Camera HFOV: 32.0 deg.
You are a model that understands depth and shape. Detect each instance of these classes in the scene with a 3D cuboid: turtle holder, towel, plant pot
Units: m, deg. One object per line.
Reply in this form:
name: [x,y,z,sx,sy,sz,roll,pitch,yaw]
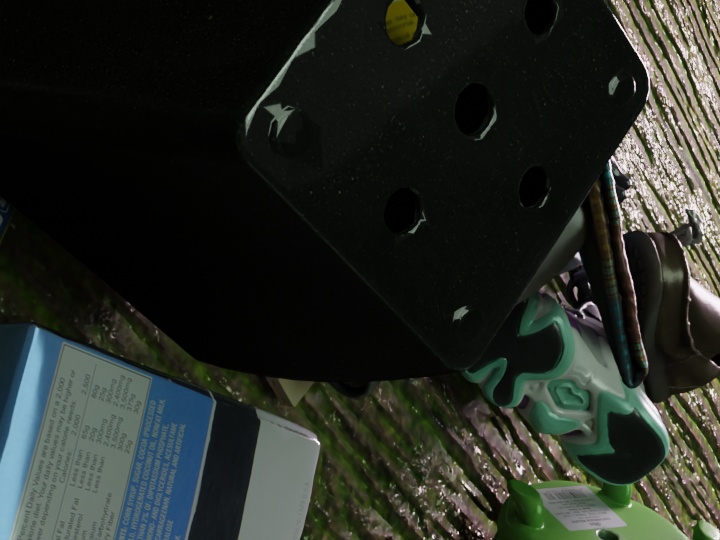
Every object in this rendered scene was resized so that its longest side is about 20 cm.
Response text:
turtle holder: [0.165,0.221,0.818,0.141,0.185,0.132,-18,127,-55]
towel: [0.134,-0.037,0.712,0.200,0.022,0.147,-79,156,-71]
plant pot: [-0.015,-0.072,0.473,0.200,0.177,0.200,-55,129,-14]

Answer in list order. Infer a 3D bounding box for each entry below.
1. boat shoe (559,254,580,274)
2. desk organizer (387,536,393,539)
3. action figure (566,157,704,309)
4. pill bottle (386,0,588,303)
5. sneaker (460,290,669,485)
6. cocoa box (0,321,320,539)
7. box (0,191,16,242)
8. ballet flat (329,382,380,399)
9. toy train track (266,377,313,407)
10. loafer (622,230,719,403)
boat shoe: [0.100,-0.042,0.826,0.200,0.073,0.066,45,32,-73]
desk organizer: [0.002,0.236,0.695,0.200,0.077,0.072,-37,114,-46]
action figure: [0.198,-0.019,0.937,0.119,0.102,0.201,-38,114,-60]
pill bottle: [0.027,-0.077,0.671,0.114,0.114,0.201,2,54,-50]
sneaker: [0.123,0.045,0.855,0.200,0.078,0.140,46,19,-22]
cocoa box: [-0.139,0.100,0.441,0.131,0.199,0.134,29,65,-44]
box: [-0.223,-0.060,0.455,0.200,0.070,0.065,41,55,-41]
ballet flat: [-0.049,-0.001,0.639,0.200,0.068,0.069,39,50,-26]
toy train track: [0.000,0.000,0.755,0.200,0.032,0.115,-52,132,-32]
loafer: [0.215,0.025,0.843,0.200,0.071,0.073,56,22,-62]
